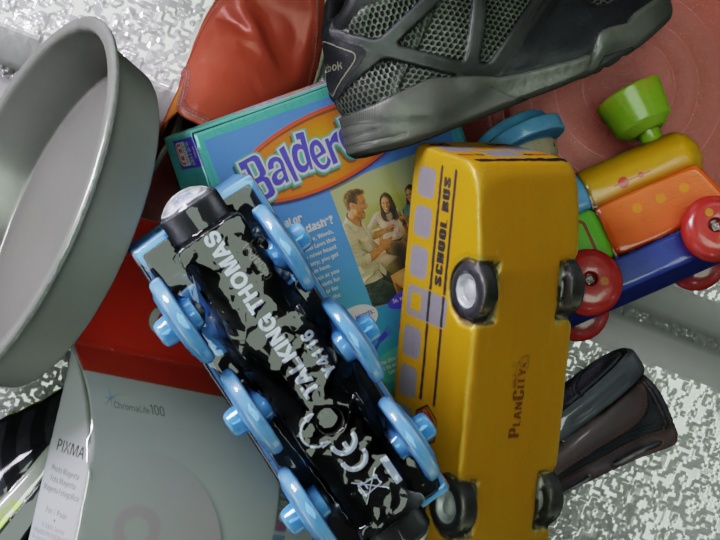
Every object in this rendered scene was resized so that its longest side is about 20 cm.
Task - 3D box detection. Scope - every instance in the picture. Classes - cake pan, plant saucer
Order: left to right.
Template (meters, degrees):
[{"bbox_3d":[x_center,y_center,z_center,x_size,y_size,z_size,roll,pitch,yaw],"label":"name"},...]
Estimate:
[{"bbox_3d":[-0.161,-0.029,1.016,0.037,0.200,0.202,24,88,-28],"label":"cake pan"},{"bbox_3d":[0.144,-0.102,1.107,0.198,0.037,0.202,-10,90,-3],"label":"plant saucer"}]

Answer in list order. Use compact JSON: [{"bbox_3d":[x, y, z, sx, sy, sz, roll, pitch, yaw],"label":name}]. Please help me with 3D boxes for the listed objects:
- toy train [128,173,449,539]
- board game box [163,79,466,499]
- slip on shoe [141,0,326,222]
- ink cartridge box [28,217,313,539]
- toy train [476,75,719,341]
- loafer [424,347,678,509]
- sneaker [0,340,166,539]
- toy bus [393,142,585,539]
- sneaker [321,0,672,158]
[{"bbox_3d":[-0.033,0.046,0.957,0.086,0.114,0.201,-34,99,-5],"label":"toy train"},{"bbox_3d":[0.000,0.000,1.058,0.151,0.045,0.202,-21,98,-24],"label":"board game box"},{"bbox_3d":[-0.073,-0.082,1.079,0.074,0.061,0.201,28,86,-2],"label":"slip on shoe"},{"bbox_3d":[-0.084,0.085,1.038,0.162,0.057,0.202,14,92,-45],"label":"ink cartridge box"},{"bbox_3d":[0.166,-0.052,1.056,0.198,0.085,0.117,-23,78,-4],"label":"toy train"},{"bbox_3d":[0.087,0.125,1.086,0.200,0.072,0.063,-39,96,-6],"label":"loafer"},{"bbox_3d":[-0.174,0.092,1.064,0.083,0.072,0.200,33,74,22],"label":"sneaker"},{"bbox_3d":[0.060,0.041,1.004,0.065,0.078,0.202,-2,103,-33],"label":"toy bus"},{"bbox_3d":[0.067,-0.140,1.029,0.198,0.076,0.115,-20,97,-18],"label":"sneaker"}]
